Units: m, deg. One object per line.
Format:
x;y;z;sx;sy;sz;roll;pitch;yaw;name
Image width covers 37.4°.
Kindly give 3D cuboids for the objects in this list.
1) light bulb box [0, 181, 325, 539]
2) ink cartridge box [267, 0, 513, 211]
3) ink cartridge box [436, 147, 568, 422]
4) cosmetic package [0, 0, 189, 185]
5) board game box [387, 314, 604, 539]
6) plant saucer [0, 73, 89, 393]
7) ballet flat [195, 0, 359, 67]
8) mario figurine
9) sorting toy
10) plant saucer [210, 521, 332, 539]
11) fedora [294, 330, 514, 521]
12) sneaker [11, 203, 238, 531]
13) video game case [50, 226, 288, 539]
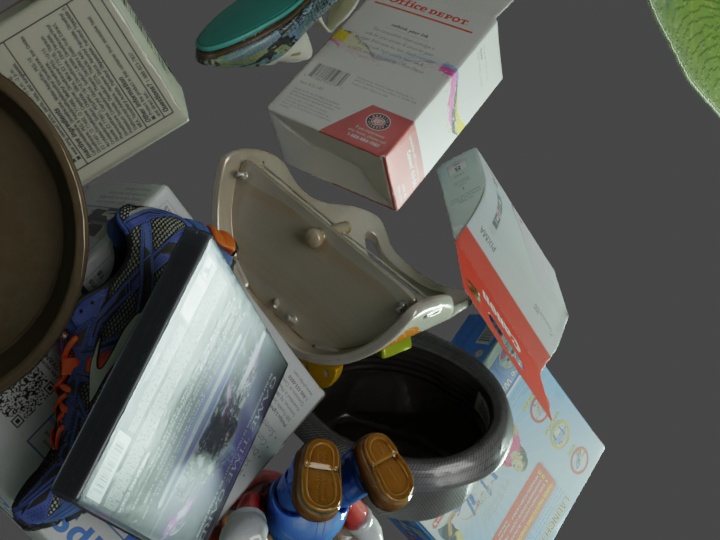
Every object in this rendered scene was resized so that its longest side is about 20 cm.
-0.166;0.079;0.704;0.200;0.124;0.199;-48;120;-24;light bulb box
0.034;-0.154;0.846;0.200;0.116;0.068;-51;149;-23;ink cartridge box
0.131;0.006;0.912;0.057;0.200;0.163;-30;119;11;ink cartridge box
-0.212;-0.088;0.623;0.199;0.087;0.104;-30;115;0;cosmetic package
0.119;0.180;0.984;0.200;0.056;0.196;-53;122;-23;board game box
-0.243;-0.021;0.563;0.199;0.029;0.201;-1;98;-4;plant saucer
-0.044;-0.202;0.824;0.200;0.074;0.074;-47;119;-23;ballet flat
-0.035;0.183;0.736;0.123;0.200;0.106;30;56;-8;mario figurine
0.000;0.000;0.823;0.180;0.200;0.107;-10;133;-52;sorting toy
-0.097;0.276;0.833;0.199;0.032;0.202;-3;95;-38;plant saucer
0.024;0.127;0.848;0.177;0.199;0.091;-37;142;-46;fedora
-0.147;0.050;0.603;0.078;0.075;0.201;32;68;-21;sneaker
-0.094;0.081;0.594;0.200;0.019;0.143;74;38;-66;video game case
